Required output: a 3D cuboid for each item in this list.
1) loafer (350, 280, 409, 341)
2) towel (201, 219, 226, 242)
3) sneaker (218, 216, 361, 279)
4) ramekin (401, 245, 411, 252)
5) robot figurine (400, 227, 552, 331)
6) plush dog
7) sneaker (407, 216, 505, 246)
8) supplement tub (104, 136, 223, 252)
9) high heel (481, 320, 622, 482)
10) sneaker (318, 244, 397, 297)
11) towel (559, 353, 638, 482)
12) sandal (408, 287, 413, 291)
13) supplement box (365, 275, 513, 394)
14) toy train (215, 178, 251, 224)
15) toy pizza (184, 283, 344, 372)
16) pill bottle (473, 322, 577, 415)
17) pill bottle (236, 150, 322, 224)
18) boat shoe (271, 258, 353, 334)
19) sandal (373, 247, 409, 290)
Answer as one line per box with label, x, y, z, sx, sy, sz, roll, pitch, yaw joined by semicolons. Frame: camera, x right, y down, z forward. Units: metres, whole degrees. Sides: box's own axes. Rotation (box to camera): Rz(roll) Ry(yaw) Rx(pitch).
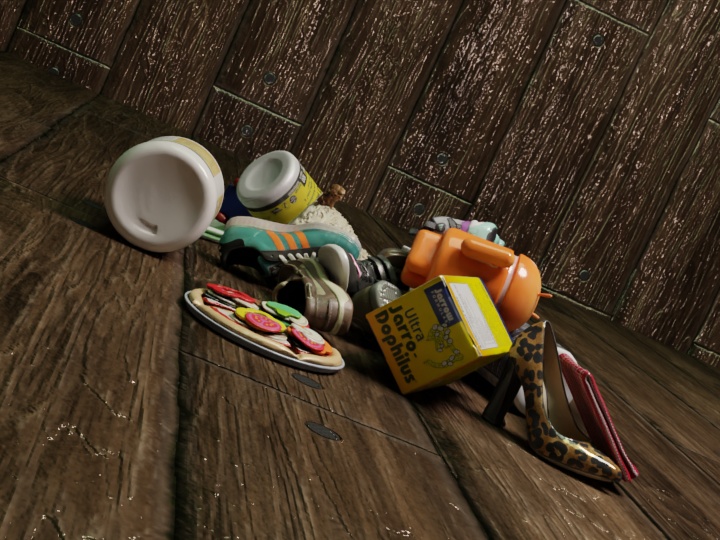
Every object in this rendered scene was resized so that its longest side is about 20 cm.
loafer;0.038;0.063;1.700;0.070;0.075;0.200;-13;-25;21
towel;-0.280;-0.090;1.977;0.152;0.023;0.200;17;11;-44
sneaker;-0.101;-0.021;1.738;0.200;0.080;0.071;6;-38;10
ramekin;0.140;0.044;2.070;0.200;0.098;0.200;26;3;-1
robot figurine;0.158;0.015;1.693;0.200;0.144;0.117;21;21;4
plush dog;-0.038;-0.018;1.879;0.172;0.160;0.200;48;5;-6
sneaker;0.139;-0.035;1.857;0.140;0.078;0.200;14;-19;16
supplement tub;-0.259;-0.107;1.673;0.144;0.145;0.200;24;7;-5
high heel;0.248;0.154;1.481;0.200;0.143;0.071;29;8;34
sneaker;0.000;0.000;1.681;0.200;0.099;0.071;95;-26;-71
towel;0.293;0.178;1.550;0.200;0.022;0.145;-82;148;-87
sandal;0.088;0.015;1.812;0.211;0.070;0.078;-13;-6;-7
supplement box;0.104;0.078;1.541;0.109;0.109;0.200;64;16;10
toy train;-0.196;-0.102;2.151;0.200;0.085;0.116;31;-1;44
toy pizza;-0.106;0.060;1.423;0.200;0.032;0.200;24;7;-3
pill bottle;0.214;0.124;1.743;0.106;0.106;0.200;21;8;-25
pill bottle;-0.104;-0.091;2.017;0.112;0.112;0.200;33;-14;49
boat shoe;-0.079;0.026;1.616;0.075;0.075;0.202;6;10;-25
sandal;0.064;0.005;1.883;0.055;0.082;0.200;49;12;32
